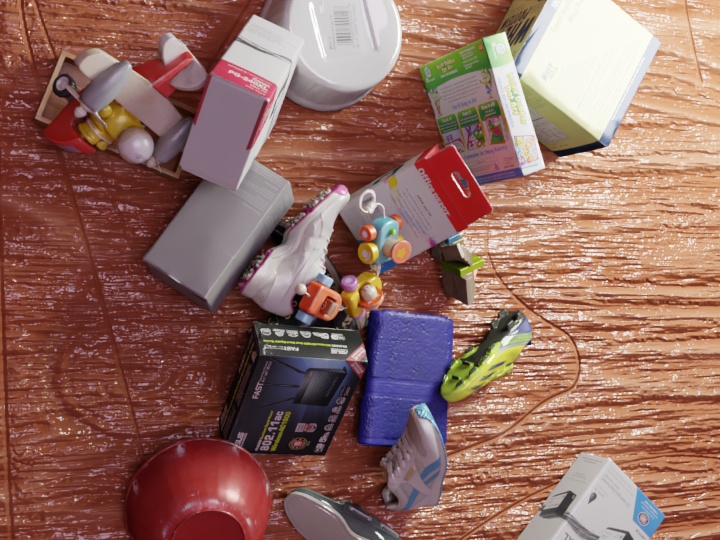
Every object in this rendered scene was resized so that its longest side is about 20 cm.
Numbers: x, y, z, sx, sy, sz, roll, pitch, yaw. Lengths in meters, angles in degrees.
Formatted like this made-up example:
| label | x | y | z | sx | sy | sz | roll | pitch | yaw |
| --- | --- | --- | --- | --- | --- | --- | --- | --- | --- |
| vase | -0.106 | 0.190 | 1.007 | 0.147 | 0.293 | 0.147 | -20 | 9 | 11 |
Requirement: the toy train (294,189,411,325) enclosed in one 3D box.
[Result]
| label | x | y | z | sx | sy | sz | roll | pitch | yaw |
| --- | --- | --- | --- | --- | --- | --- | --- | --- | --- |
| toy train | 0.000 | 0.000 | 1.443 | 0.200 | 0.056 | 0.150 | -60 | 145 | -6 |

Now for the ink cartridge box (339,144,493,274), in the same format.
| label | x | y | z | sx | sy | sz | roll | pitch | yaw |
| --- | --- | --- | --- | --- | --- | --- | --- | --- | --- |
| ink cartridge box | 0.083 | -0.094 | 1.517 | 0.116 | 0.200 | 0.067 | 57 | 27 | -10 |

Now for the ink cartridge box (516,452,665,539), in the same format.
| label | x | y | z | sx | sy | sz | roll | pitch | yaw |
| --- | --- | --- | --- | --- | --- | --- | --- | --- | --- |
| ink cartridge box | 0.353 | 0.409 | 1.668 | 0.145 | 0.084 | 0.200 | 46 | 73 | -15 |

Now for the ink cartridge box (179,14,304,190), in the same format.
| label | x | y | z | sx | sy | sz | roll | pitch | yaw |
| --- | --- | --- | --- | --- | --- | --- | --- | --- | --- |
| ink cartridge box | -0.150 | -0.221 | 1.396 | 0.083 | 0.145 | 0.200 | 23 | 35 | -3 |

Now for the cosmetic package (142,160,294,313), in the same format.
| label | x | y | z | sx | sy | sz | roll | pitch | yaw |
| --- | --- | --- | --- | --- | --- | --- | --- | --- | --- |
| cosmetic package | -0.188 | -0.055 | 1.445 | 0.107 | 0.090 | 0.200 | 34 | 78 | 10 |

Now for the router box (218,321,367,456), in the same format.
| label | x | y | z | sx | sy | sz | roll | pitch | yaw |
| --- | --- | --- | --- | --- | --- | --- | --- | --- | --- |
| router box | -0.094 | 0.163 | 1.444 | 0.150 | 0.062 | 0.200 | 6 | 129 | -21 |

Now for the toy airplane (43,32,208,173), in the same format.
| label | x | y | z | sx | sy | sz | roll | pitch | yaw |
| --- | --- | --- | --- | --- | --- | --- | --- | --- | --- |
| toy airplane | -0.274 | -0.200 | 1.329 | 0.200 | 0.199 | 0.141 | -2 | 64 | -30 |

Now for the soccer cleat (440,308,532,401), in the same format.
| label | x | y | z | sx | sy | sz | roll | pitch | yaw |
| --- | --- | --- | --- | --- | --- | --- | --- | --- | --- |
| soccer cleat | 0.196 | 0.140 | 1.607 | 0.200 | 0.065 | 0.084 | -43 | 120 | -33 |

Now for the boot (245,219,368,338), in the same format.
| label | x | y | z | sx | sy | sz | roll | pitch | yaw |
| --- | --- | --- | --- | --- | --- | --- | --- | --- | --- |
| boot | -0.098 | 0.044 | 1.505 | 0.151 | 0.073 | 0.200 | -42 | 109 | -18 |

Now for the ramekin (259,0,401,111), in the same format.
| label | x | y | z | sx | sy | sz | roll | pitch | yaw |
| --- | --- | --- | --- | --- | --- | --- | --- | --- | --- |
| ramekin | -0.038 | -0.334 | 1.525 | 0.200 | 0.098 | 0.201 | 1 | 88 | -23 |

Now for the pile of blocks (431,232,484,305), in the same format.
| label | x | y | z | sx | sy | sz | roll | pitch | yaw |
| --- | --- | --- | --- | --- | --- | --- | --- | --- | --- |
| pile of blocks | 0.142 | -0.052 | 1.599 | 0.062 | 0.082 | 0.200 | -25 | 99 | -27 |

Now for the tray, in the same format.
| label | x | y | z | sx | sy | sz | roll | pitch | yaw |
| --- | --- | --- | --- | --- | --- | --- | --- | --- | --- |
| tray | -0.323 | -0.205 | 1.438 | 0.200 | 0.037 | 0.099 | 22 | 80 | -19 |

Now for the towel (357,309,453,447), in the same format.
| label | x | y | z | sx | sy | sz | roll | pitch | yaw |
| --- | --- | --- | --- | --- | --- | --- | --- | --- | --- |
| towel | 0.064 | 0.161 | 1.582 | 0.147 | 0.050 | 0.200 | 8 | 85 | -29 |

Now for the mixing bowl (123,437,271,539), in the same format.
| label | x | y | z | sx | sy | sz | roll | pitch | yaw |
| --- | --- | --- | --- | --- | --- | --- | --- | --- | --- |
| mixing bowl | -0.206 | 0.331 | 1.401 | 0.200 | 0.108 | 0.200 | -4 | 106 | -13 |

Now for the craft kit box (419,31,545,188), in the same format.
| label | x | y | z | sx | sy | sz | roll | pitch | yaw |
| --- | --- | --- | --- | --- | --- | --- | --- | --- | --- |
| craft kit box | 0.172 | -0.224 | 1.554 | 0.048 | 0.200 | 0.198 | -23 | 98 | -21 |

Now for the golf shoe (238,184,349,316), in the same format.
| label | x | y | z | sx | sy | sz | roll | pitch | yaw |
| --- | --- | --- | --- | --- | --- | --- | --- | --- | --- |
| golf shoe | -0.073 | -0.026 | 1.448 | 0.092 | 0.075 | 0.200 | 42 | 89 | -10 |

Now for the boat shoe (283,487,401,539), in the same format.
| label | x | y | z | sx | sy | sz | roll | pitch | yaw |
| --- | --- | --- | --- | --- | --- | --- | --- | --- | --- |
| boat shoe | -0.022 | 0.365 | 1.541 | 0.200 | 0.073 | 0.062 | 34 | 33 | -11 |

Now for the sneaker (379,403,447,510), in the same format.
| label | x | y | z | sx | sy | sz | roll | pitch | yaw |
| --- | --- | --- | --- | --- | --- | --- | --- | --- | --- |
| sneaker | 0.073 | 0.271 | 1.520 | 0.081 | 0.077 | 0.200 | -9 | 130 | -13 |

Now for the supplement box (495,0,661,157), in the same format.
| label | x | y | z | sx | sy | sz | roll | pitch | yaw |
| --- | --- | --- | --- | --- | --- | --- | --- | --- | --- |
| supplement box | 0.311 | -0.316 | 1.648 | 0.200 | 0.134 | 0.200 | 33 | 77 | -18 |
